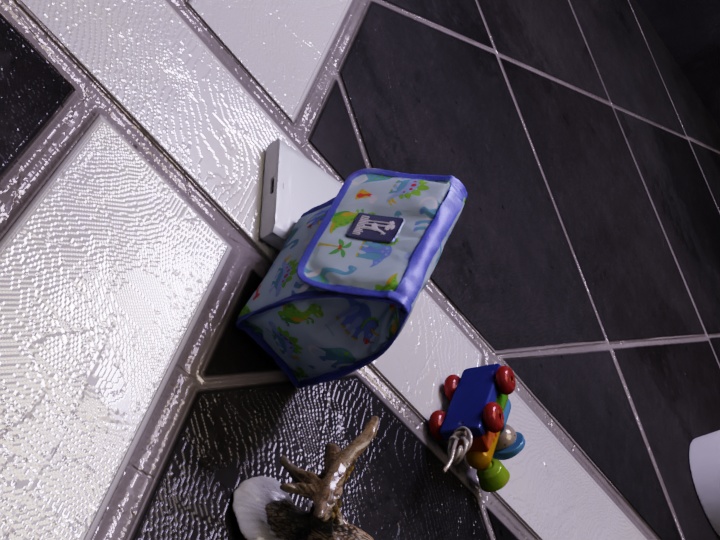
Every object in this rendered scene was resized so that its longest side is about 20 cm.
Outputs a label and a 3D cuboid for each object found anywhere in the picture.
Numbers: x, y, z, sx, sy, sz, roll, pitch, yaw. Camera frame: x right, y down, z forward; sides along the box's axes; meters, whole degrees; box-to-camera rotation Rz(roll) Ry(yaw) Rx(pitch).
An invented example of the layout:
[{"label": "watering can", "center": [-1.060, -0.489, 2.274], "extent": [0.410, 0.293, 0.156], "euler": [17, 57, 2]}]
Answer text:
[{"label": "toy train", "center": [0.135, 0.207, 1.100], "extent": [0.117, 0.084, 0.200], "euler": [65, 30, -22]}, {"label": "eagle figurine", "center": [-0.012, 0.257, 0.833], "extent": [0.150, 0.151, 0.202], "euler": [-20, 119, -19]}, {"label": "tape roll", "center": [0.667, 0.387, 1.721], "extent": [0.202, 0.070, 0.204], "euler": [35, 41, -38]}, {"label": "lunch bag", "center": [0.000, 0.000, 0.916], "extent": [0.128, 0.199, 0.171], "euler": [48, 47, -23]}, {"label": "hard drive", "center": [-0.031, -0.046, 1.089], "extent": [0.199, 0.026, 0.133], "euler": [33, 43, -37]}]
